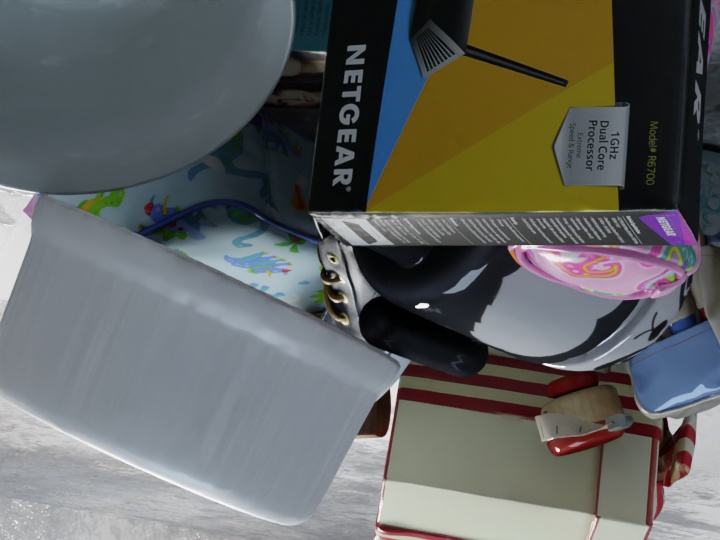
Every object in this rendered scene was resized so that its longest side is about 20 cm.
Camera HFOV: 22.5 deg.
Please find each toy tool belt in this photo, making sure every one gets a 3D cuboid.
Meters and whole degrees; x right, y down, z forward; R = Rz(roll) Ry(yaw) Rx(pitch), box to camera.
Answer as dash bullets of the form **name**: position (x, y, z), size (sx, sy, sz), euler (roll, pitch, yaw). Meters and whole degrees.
- **toy tool belt**: position (0.180, 0.016, 1.017), size (0.199, 0.124, 0.125), euler (-22, 167, 22)

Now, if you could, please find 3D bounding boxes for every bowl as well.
- **bowl**: position (-0.135, -0.137, 0.852), size (0.199, 0.091, 0.202), euler (-8, 137, -8)

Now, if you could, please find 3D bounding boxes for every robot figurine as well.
- **robot figurine**: position (0.076, -0.023, 0.877), size (0.199, 0.126, 0.150), euler (24, 156, -39)

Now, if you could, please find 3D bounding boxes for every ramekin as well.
- **ramekin**: position (-0.088, 0.048, 0.902), size (0.199, 0.098, 0.200), euler (24, 177, 1)

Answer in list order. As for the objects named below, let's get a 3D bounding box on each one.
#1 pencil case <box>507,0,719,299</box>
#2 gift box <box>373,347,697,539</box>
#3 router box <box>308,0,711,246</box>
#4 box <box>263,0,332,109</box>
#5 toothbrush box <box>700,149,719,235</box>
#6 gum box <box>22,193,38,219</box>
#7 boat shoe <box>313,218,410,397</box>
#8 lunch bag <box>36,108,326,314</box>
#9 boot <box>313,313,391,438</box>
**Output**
- **pencil case**: position (0.117, -0.090, 0.778), size (0.087, 0.202, 0.087), euler (10, 167, 2)
- **gift box**: position (0.113, 0.099, 1.150), size (0.185, 0.201, 0.185), euler (10, 152, 3)
- **router box**: position (0.064, -0.111, 0.725), size (0.148, 0.202, 0.051), euler (0, 164, 20)
- **box**: position (0.022, -0.122, 0.969), size (0.198, 0.050, 0.082), euler (3, 163, 13)
- **toothbrush box**: position (0.189, -0.020, 1.172), size (0.198, 0.086, 0.146), euler (10, 164, -14)
- **gum box**: position (-0.133, -0.005, 1.293), size (0.113, 0.066, 0.200), euler (41, -176, 34)
- **boat shoe**: position (0.000, 0.000, 1.008), size (0.090, 0.071, 0.201), euler (20, 128, -28)
- **lunch bag**: position (-0.085, -0.025, 1.074), size (0.160, 0.083, 0.199), euler (-21, 156, 30)
- **boot**: position (-0.074, 0.074, 1.181), size (0.154, 0.077, 0.200), euler (0, 171, 14)
